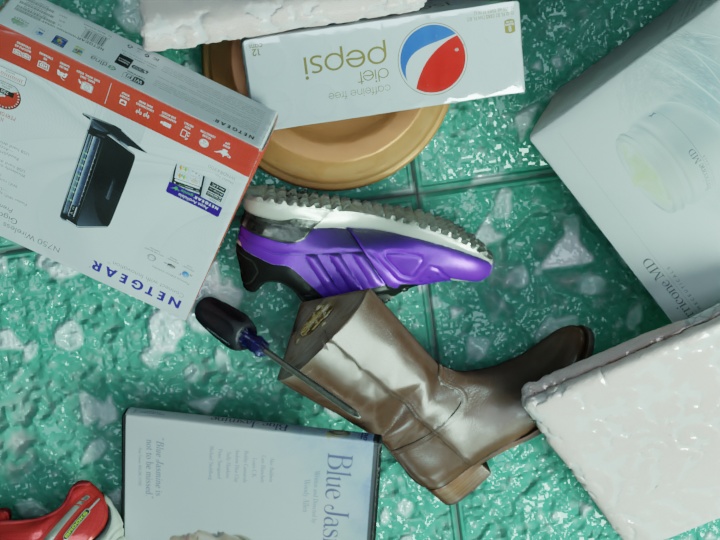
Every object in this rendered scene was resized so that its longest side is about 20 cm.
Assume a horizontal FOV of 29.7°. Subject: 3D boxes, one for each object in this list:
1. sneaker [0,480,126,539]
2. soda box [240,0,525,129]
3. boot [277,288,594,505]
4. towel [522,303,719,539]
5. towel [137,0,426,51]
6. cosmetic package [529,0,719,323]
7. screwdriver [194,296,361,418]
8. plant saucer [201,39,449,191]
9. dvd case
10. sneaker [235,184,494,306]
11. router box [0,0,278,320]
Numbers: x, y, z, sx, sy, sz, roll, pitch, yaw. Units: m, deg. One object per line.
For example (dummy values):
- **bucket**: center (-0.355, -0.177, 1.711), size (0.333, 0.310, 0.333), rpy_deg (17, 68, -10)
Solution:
- **sneaker**: center (-0.275, 0.225, 1.037), size (0.198, 0.077, 0.086), rpy_deg (-27, 77, -3)
- **soda box**: center (0.015, -0.152, 0.979), size (0.197, 0.064, 0.069), rpy_deg (-9, 109, -4)
- **boot**: center (0.056, 0.061, 1.020), size (0.200, 0.064, 0.187), rpy_deg (41, 93, -22)
- **towel**: center (0.243, 0.114, 1.006), size (0.190, 0.032, 0.200), rpy_deg (-26, 127, 18)
- **towel**: center (-0.068, -0.244, 0.971), size (0.197, 0.032, 0.193), rpy_deg (-11, 58, -5)
- **cosmetic package**: center (0.265, -0.091, 0.981), size (0.199, 0.123, 0.200), rpy_deg (-36, 98, 31)
- **screwdriver**: center (-0.061, 0.068, 0.984), size (0.028, 0.199, 0.029), rpy_deg (-16, 125, -34)
- **plant saucer**: center (-0.022, -0.161, 1.030), size (0.197, 0.037, 0.203), rpy_deg (-1, 96, -6)
- **dvd case**: center (-0.085, 0.182, 1.033), size (0.197, 0.018, 0.144), rpy_deg (5, 107, 5)
- **sneaker**: center (0.000, 0.000, 1.037), size (0.198, 0.070, 0.101), rpy_deg (11, 102, -4)
- **router box**: center (-0.180, -0.077, 0.967), size (0.198, 0.049, 0.180), rpy_deg (24, 130, -5)
